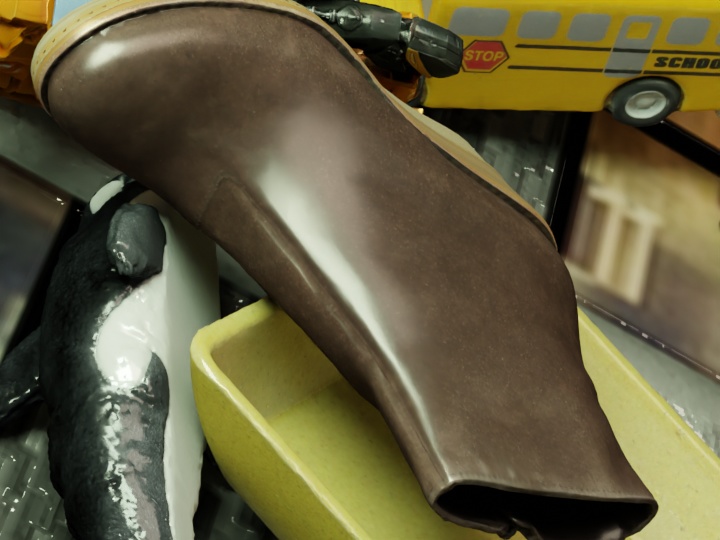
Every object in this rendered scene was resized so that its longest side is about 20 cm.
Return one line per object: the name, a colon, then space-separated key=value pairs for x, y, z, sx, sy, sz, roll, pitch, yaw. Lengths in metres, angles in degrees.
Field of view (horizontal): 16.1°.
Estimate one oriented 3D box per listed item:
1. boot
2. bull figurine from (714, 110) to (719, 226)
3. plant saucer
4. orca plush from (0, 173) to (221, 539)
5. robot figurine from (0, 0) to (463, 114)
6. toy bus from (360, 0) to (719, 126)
boot: x=0.000 y=0.000 z=0.787 sx=0.200 sy=0.072 sz=0.167 roll=18 pitch=36 yaw=-40
bull figurine: x=0.198 y=-0.004 z=1.012 sx=0.065 sy=0.122 sz=0.200 roll=-10 pitch=64 yaw=-13
plant saucer: x=0.046 y=0.082 z=0.856 sx=0.200 sy=0.048 sz=0.200 roll=48 pitch=32 yaw=9
orca plush: x=-0.085 y=0.051 z=0.819 sx=0.105 sy=0.071 sz=0.201 roll=57 pitch=24 yaw=-61
robot figurine: x=-0.066 y=-0.076 z=0.883 sx=0.199 sy=0.145 sz=0.058 roll=11 pitch=83 yaw=-28
toy bus: x=0.077 y=-0.106 z=1.003 sx=0.199 sy=0.078 sz=0.065 roll=1 pitch=53 yaw=-13
